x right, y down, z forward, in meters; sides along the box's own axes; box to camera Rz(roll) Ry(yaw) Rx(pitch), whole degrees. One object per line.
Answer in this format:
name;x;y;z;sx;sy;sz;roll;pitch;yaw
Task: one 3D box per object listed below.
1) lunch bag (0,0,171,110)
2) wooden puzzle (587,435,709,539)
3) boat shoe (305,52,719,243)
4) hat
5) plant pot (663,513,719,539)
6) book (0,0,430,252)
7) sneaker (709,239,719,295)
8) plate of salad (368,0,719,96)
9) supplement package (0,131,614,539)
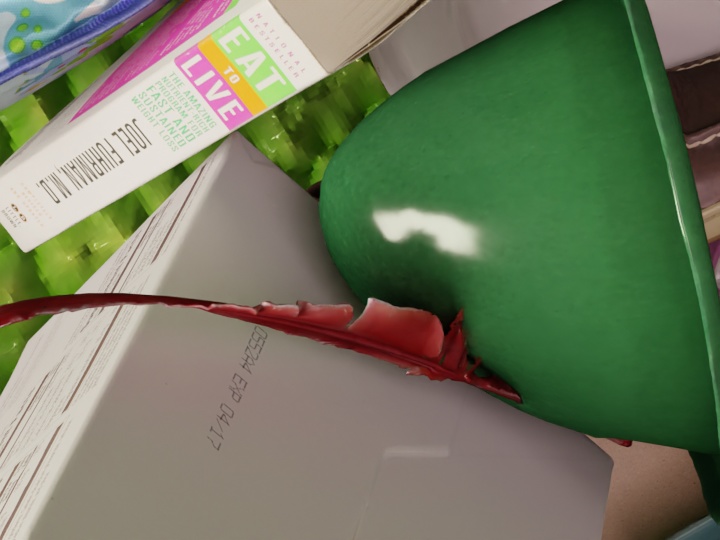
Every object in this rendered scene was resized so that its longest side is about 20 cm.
lunch bag;-0.131;-0.095;0.653;0.200;0.170;0.128;-45;103;-9
wooden puzzle;0.128;0.057;0.808;0.199;0.037;0.187;-21;97;-20
boat shoe;0.073;-0.042;0.731;0.199;0.072;0.072;-24;115;-7
hat;0.000;0.000;0.612;0.174;0.167;0.201;-15;139;2
plant pot;0.207;0.171;0.762;0.140;0.141;0.201;-26;127;-15
book;-0.027;-0.078;0.653;0.048;0.200;0.134;50;60;-11
sneaker;0.195;0.024;0.724;0.088;0.200;0.081;8;105;-37
plate of salad;0.092;-0.117;0.759;0.198;0.048;0.201;-8;125;-12
supplement package;-0.032;0.090;0.593;0.156;0.200;0.111;41;121;-13
